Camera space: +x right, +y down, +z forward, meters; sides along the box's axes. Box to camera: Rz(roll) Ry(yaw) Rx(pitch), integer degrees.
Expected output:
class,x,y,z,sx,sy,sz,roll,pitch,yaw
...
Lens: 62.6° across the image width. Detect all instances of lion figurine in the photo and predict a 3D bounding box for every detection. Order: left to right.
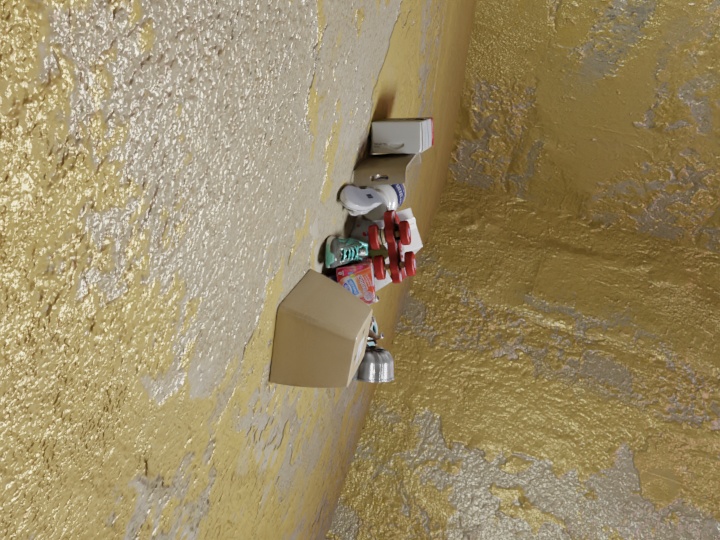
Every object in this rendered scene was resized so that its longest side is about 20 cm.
class,x,y,z,sx,sy,sz,roll,pitch,yaw
lion figurine,-0.001,0.133,1.711,0.072,0.121,0.204,29,48,-43

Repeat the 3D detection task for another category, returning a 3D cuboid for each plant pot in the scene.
class,x,y,z,sx,sy,sz,roll,pitch,yaw
plant pot,-0.078,0.147,1.339,0.200,0.173,0.204,-56,160,-61

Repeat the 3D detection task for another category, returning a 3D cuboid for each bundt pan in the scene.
class,x,y,z,sx,sy,sz,roll,pitch,yaw
bundt pan,0.000,0.244,1.619,0.202,0.197,0.078,-4,101,-79

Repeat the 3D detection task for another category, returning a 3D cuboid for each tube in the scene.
class,x,y,z,sx,sy,sz,roll,pitch,yaw
tube,0.000,0.000,1.720,0.200,0.052,0.058,-43,129,6

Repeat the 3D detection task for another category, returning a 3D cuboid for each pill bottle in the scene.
class,x,y,z,sx,sy,sz,roll,pitch,yaw
pill bottle,0.062,-0.210,1.725,0.200,0.109,0.113,-49,154,-66

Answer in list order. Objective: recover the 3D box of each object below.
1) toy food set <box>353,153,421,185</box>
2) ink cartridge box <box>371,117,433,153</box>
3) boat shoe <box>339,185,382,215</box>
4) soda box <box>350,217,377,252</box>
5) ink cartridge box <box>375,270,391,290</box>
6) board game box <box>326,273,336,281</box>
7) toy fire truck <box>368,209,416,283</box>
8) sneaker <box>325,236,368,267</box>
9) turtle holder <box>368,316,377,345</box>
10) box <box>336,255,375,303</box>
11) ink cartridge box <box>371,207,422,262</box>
class,x,y,z,sx,sy,sz,roll,pitch,yaw
toy food set,0.076,-0.268,1.591,0.201,0.140,0.062,-57,143,-59
ink cartridge box,0.121,-0.380,1.654,0.200,0.142,0.085,-48,139,-68
boat shoe,-0.007,-0.171,1.531,0.065,0.074,0.199,-40,165,24
soda box,0.012,-0.069,1.788,0.201,0.067,0.065,88,21,-58
ink cartridge box,0.092,0.014,2.014,0.174,0.045,0.200,-31,-176,2
board game box,-0.087,0.119,1.507,0.103,0.019,0.205,-25,117,-66
toy fire truck,0.095,-0.067,1.643,0.168,0.109,0.205,-47,128,-75
sneaker,-0.032,-0.051,1.504,0.200,0.089,0.080,-42,134,-71
turtle holder,-0.001,0.197,1.847,0.183,0.141,0.134,11,111,-47
box,-0.010,0.024,1.582,0.200,0.093,0.102,-78,163,-81
ink cartridge box,0.106,-0.102,1.845,0.200,0.126,0.128,120,-49,-81
